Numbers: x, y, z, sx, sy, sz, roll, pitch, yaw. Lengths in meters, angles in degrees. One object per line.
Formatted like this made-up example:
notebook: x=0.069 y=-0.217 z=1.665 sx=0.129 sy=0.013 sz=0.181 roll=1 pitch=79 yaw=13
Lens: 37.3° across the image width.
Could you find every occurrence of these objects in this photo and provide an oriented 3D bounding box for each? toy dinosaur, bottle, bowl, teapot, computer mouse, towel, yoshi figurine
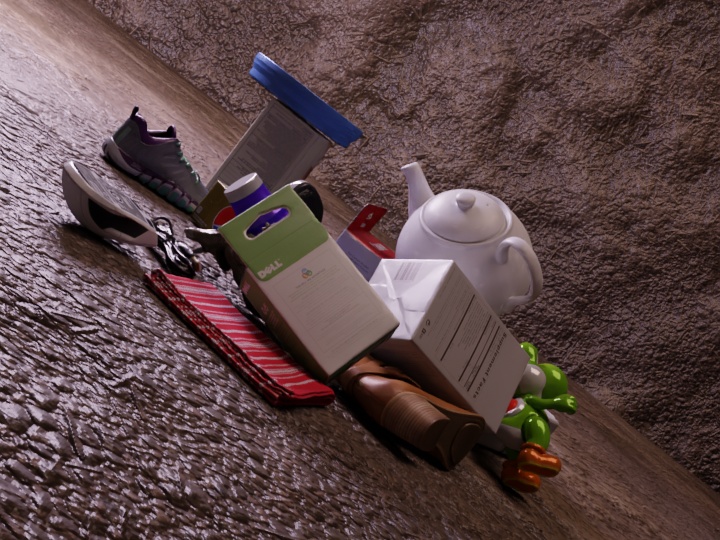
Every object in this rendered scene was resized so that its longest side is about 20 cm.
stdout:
toy dinosaur: x=-0.119 y=0.008 z=1.240 sx=0.200 sy=0.077 sz=0.102 roll=52 pitch=-24 yaw=7
bottle: x=-0.096 y=-0.024 z=1.313 sx=0.065 sy=0.084 sz=0.200 roll=-6 pitch=-61 yaw=53
bowl: x=-0.086 y=-0.257 z=1.632 sx=0.201 sy=0.039 sz=0.201 roll=38 pitch=6 yaw=-4
teapot: x=0.139 y=-0.037 z=1.395 sx=0.200 sy=0.146 sz=0.197 roll=6 pitch=42 yaw=7
computer mouse: x=-0.249 y=-0.050 z=1.114 sx=0.110 sy=0.044 sz=0.200 roll=49 pitch=6 yaw=36
towel: x=-0.118 y=0.069 z=1.086 sx=0.200 sy=0.022 sz=0.145 roll=41 pitch=6 yaw=19
yoshi figurine: x=0.240 y=0.193 z=1.428 sx=0.112 sy=0.112 sz=0.200 roll=59 pitch=28 yaw=-48

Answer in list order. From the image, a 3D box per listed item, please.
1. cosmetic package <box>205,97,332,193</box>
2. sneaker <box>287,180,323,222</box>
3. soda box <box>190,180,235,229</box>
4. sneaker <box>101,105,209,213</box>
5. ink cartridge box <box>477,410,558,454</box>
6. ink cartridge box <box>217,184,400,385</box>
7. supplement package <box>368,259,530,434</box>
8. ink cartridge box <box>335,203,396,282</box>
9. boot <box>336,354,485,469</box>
cosmetic package: x=-0.147 y=-0.152 z=1.641 sx=0.103 sy=0.200 sz=0.087 roll=41 pitch=6 yaw=11
sneaker: x=-0.113 y=-0.071 z=1.538 sx=0.121 sy=0.084 sz=0.200 roll=36 pitch=-34 yaw=29
soda box: x=-0.144 y=-0.036 z=1.443 sx=0.200 sy=0.068 sz=0.064 roll=44 pitch=8 yaw=36
sneaker: x=-0.258 y=-0.147 z=1.494 sx=0.200 sy=0.088 sz=0.074 roll=32 pitch=9 yaw=-40
ink cartridge box: x=0.177 y=0.190 z=1.562 sx=0.200 sy=0.083 sz=0.145 roll=30 pitch=11 yaw=-47
ink cartridge box: x=-0.061 y=0.018 z=1.162 sx=0.200 sy=0.104 sz=0.059 roll=52 pitch=-24 yaw=8
supplement package: x=0.095 y=0.093 z=1.307 sx=0.121 sy=0.120 sz=0.200 roll=2 pitch=-38 yaw=45
ink cartridge box: x=0.000 y=0.000 z=1.505 sx=0.084 sy=0.176 sz=0.200 roll=39 pitch=7 yaw=6
boot: x=0.055 y=0.154 z=1.246 sx=0.155 sy=0.074 sz=0.200 roll=35 pitch=-2 yaw=30
